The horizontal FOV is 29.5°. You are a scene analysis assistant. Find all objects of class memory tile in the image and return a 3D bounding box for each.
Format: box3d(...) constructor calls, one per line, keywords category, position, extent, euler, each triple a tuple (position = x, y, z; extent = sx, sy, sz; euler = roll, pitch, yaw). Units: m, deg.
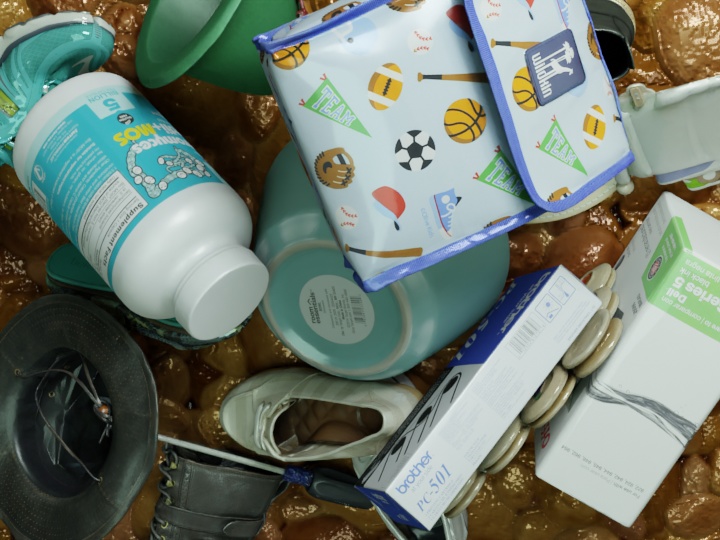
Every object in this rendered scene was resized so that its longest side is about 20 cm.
box3d(category="memory tile", position=(0.122, 0.086, 1.012), extent=(0.017, 0.153, 0.200), euler=(37, 112, -7))

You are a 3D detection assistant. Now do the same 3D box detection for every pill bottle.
box3d(category="pill bottle", position=(-0.152, -0.042, 0.970), extent=(0.200, 0.111, 0.111), euler=(45, 112, 25))

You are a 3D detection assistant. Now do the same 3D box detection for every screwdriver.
box3d(category="screwdriver", position=(-0.077, 0.160, 1.104), extent=(0.199, 0.029, 0.028), euler=(18, 99, -22))

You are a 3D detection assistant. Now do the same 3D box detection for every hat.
box3d(category="hat", position=(-0.047, -0.157, 0.975), extent=(0.175, 0.201, 0.165), euler=(28, 157, -29))
box3d(category="hat", position=(-0.216, 0.117, 1.067), extent=(0.199, 0.081, 0.202), euler=(1, 91, 28))

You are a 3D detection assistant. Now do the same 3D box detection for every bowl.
box3d(category="bowl", position=(0.000, 0.000, 0.995), extent=(0.199, 0.105, 0.202), euler=(11, 125, 16))

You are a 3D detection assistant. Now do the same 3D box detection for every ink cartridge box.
box3d(category="ink cartridge box", position=(0.209, 0.062, 1.000), extent=(0.084, 0.146, 0.201), euler=(29, 110, -3))
box3d(category="ink cartridge box", position=(0.081, 0.088, 0.964), extent=(0.044, 0.094, 0.200), euler=(41, 76, -6))

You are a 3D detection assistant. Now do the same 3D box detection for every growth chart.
box3d(category="growth chart", position=(0.265, -0.103, 0.966), extent=(0.198, 0.018, 0.145), euler=(-12, 145, 9))

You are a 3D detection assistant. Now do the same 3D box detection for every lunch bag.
box3d(category="lunch bag", position=(0.056, -0.105, 0.841), extent=(0.199, 0.124, 0.171), euler=(-23, 105, -3))

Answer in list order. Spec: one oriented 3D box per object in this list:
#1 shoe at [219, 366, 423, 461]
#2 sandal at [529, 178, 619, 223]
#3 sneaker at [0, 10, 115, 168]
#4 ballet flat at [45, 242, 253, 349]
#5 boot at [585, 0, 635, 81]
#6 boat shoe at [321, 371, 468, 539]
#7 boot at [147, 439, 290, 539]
box3d(category="shoe", position=(-0.040, 0.112, 1.064), extent=(0.199, 0.053, 0.071), euler=(-5, 95, 36))
box3d(category="sandal", position=(0.103, -0.060, 1.011), extent=(0.210, 0.070, 0.078), euler=(-9, 108, 10))
box3d(category="sneaker", position=(-0.254, -0.119, 1.022), extent=(0.200, 0.077, 0.080), euler=(-35, 60, 24))
box3d(category="ballet flat", position=(-0.154, 0.026, 1.050), extent=(0.199, 0.074, 0.075), euler=(17, 114, 33))
box3d(category="boot", position=(0.092, -0.150, 0.944), extent=(0.199, 0.138, 0.078), euler=(-14, 107, 12))
box3d(category="boat shoe", position=(0.030, 0.152, 1.097), extent=(0.073, 0.065, 0.201), euler=(-30, 103, 17))
box3d(category="boot", position=(-0.167, 0.219, 1.142), extent=(0.198, 0.069, 0.175), euler=(6, 111, -15))
